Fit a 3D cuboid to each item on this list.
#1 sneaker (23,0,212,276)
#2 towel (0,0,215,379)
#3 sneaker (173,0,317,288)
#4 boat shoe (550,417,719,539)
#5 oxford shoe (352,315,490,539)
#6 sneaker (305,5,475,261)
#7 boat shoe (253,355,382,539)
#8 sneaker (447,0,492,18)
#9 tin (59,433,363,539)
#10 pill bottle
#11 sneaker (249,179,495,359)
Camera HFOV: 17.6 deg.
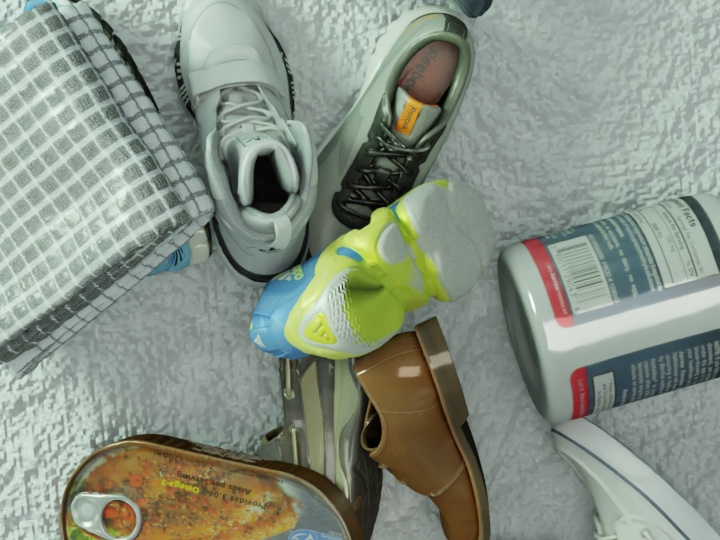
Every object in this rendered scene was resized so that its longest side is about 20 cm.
[{"bbox_3d":[-0.169,-0.082,1.467,0.090,0.078,0.200,-25,97,-1],"label":"sneaker"},{"bbox_3d":[-0.208,-0.044,1.414,0.200,0.086,0.166,-37,84,23],"label":"towel"},{"bbox_3d":[-0.068,-0.095,1.443,0.075,0.115,0.201,-10,81,-9],"label":"sneaker"},{"bbox_3d":[0.189,0.176,1.534,0.200,0.074,0.065,44,85,-7],"label":"boat shoe"},{"bbox_3d":[0.039,0.112,1.482,0.071,0.071,0.200,-20,131,-1],"label":"oxford shoe"},{"bbox_3d":[0.014,-0.077,1.487,0.074,0.079,0.201,24,93,-10],"label":"sneaker"},{"bbox_3d":[-0.027,0.117,1.512,0.073,0.074,0.201,7,98,16],"label":"boat shoe"},{"bbox_3d":[-0.006,-0.216,1.481,0.200,0.078,0.086,38,96,1],"label":"sneaker"},{"bbox_3d":[-0.094,0.170,1.483,0.199,0.042,0.112,12,97,15],"label":"tin"},{"bbox_3d":[0.198,0.017,1.497,0.199,0.120,0.120,-15,97,-5],"label":"pill bottle"},{"bbox_3d":[0.000,0.000,1.443,0.105,0.200,0.076,-13,101,36],"label":"sneaker"}]
